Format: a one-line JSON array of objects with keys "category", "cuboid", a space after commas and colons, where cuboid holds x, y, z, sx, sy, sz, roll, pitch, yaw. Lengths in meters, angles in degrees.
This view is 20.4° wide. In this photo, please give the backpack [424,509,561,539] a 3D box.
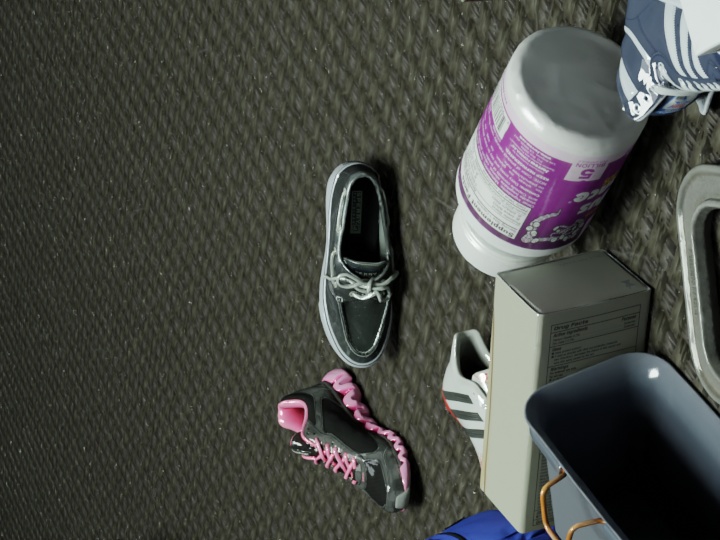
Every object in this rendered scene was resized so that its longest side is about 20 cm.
[{"category": "backpack", "cuboid": [0.088, 0.303, 1.663, 0.169, 0.199, 0.162, 66, 158, -2]}]

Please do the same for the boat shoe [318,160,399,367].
[{"category": "boat shoe", "cuboid": [0.003, 0.000, 1.898, 0.068, 0.073, 0.202, -131, 44, -72]}]

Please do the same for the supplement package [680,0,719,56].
[{"category": "supplement package", "cuboid": [0.266, -0.231, 1.146, 0.200, 0.110, 0.157, -24, 80, 65]}]

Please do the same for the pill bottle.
[{"category": "pill bottle", "cuboid": [0.136, -0.081, 1.511, 0.113, 0.111, 0.201, 66, 154, 26]}]

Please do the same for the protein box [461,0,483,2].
[{"category": "protein box", "cuboid": [0.117, -0.329, 1.382, 0.200, 0.134, 0.201, 103, 153, -44]}]

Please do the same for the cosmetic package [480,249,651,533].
[{"category": "cosmetic package", "cuboid": [0.157, 0.095, 1.558, 0.073, 0.103, 0.202, 45, 139, 52]}]

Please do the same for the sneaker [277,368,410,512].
[{"category": "sneaker", "cuboid": [-0.020, 0.180, 2.008, 0.200, 0.095, 0.080, 47, 140, 47]}]

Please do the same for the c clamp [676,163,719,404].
[{"category": "c clamp", "cuboid": [0.263, 0.005, 1.368, 0.171, 0.027, 0.202, 21, 120, 62]}]

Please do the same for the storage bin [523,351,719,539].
[{"category": "storage bin", "cuboid": [0.205, 0.185, 1.468, 0.200, 0.144, 0.135, 52, 155, 46]}]

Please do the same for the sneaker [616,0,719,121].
[{"category": "sneaker", "cuboid": [0.231, -0.132, 1.321, 0.200, 0.069, 0.109, -124, 36, -54]}]

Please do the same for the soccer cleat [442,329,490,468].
[{"category": "soccer cleat", "cuboid": [0.124, 0.128, 1.695, 0.200, 0.068, 0.086, -125, 28, -50]}]
